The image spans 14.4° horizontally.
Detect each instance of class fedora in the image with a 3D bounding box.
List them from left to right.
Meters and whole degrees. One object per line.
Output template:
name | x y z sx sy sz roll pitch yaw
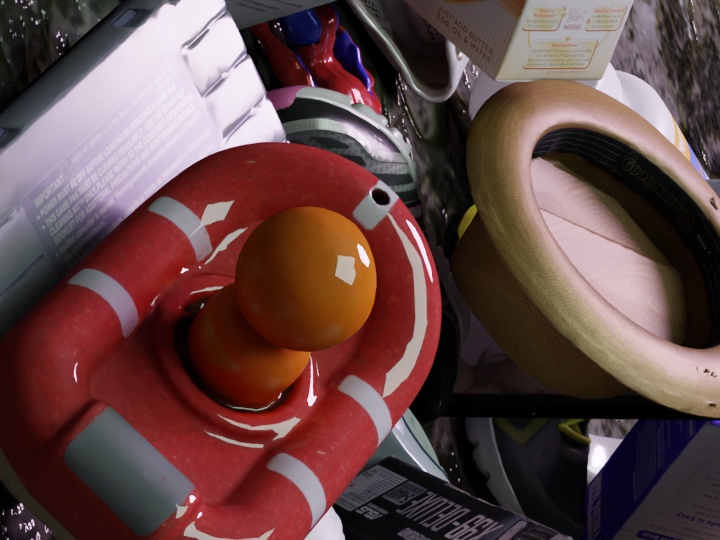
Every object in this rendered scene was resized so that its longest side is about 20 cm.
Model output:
fedora | 0.110 0.002 1.377 0.201 0.082 0.201 29 40 -28

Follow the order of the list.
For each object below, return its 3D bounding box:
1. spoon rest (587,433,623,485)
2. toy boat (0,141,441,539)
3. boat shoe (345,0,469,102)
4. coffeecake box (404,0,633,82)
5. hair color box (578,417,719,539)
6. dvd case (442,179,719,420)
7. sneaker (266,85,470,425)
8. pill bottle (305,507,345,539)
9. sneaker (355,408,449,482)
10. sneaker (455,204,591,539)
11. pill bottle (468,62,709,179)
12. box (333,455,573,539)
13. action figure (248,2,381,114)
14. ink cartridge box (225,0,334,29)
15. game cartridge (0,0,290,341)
spoon rest | 0.147 0.057 1.574 0.200 0.061 0.099 104 -9 -52
toy boat | -0.037 0.022 1.041 0.131 0.131 0.200 43 44 -2
boat shoe | 0.014 -0.169 1.471 0.069 0.071 0.200 -83 150 -45
coffeecake box | 0.078 -0.212 1.335 0.073 0.200 0.154 -4 36 -38
hair color box | 0.192 0.120 1.524 0.109 0.200 0.065 14 50 -13
dvd case | 0.143 0.014 1.466 0.018 0.200 0.143 60 37 -48
sneaker | 0.000 0.000 1.331 0.087 0.074 0.200 -90 159 -45
pill bottle | -0.017 0.182 1.137 0.200 0.111 0.111 67 24 -19
sneaker | -0.021 0.058 1.279 0.200 0.073 0.071 61 -4 -21
sneaker | 0.102 0.048 1.525 0.074 0.085 0.200 26 52 -59
pill bottle | 0.140 -0.044 1.635 0.200 0.112 0.112 54 31 -43
box | 0.058 0.169 1.178 0.158 0.050 0.200 66 -16 -14
action figure | -0.028 -0.127 1.380 0.065 0.052 0.200 -31 110 -61
ink cartridge box | -0.012 -0.201 1.262 0.083 0.200 0.147 5 71 -65
game cartridge | -0.096 -0.021 1.127 0.200 0.038 0.130 -49 118 -45
